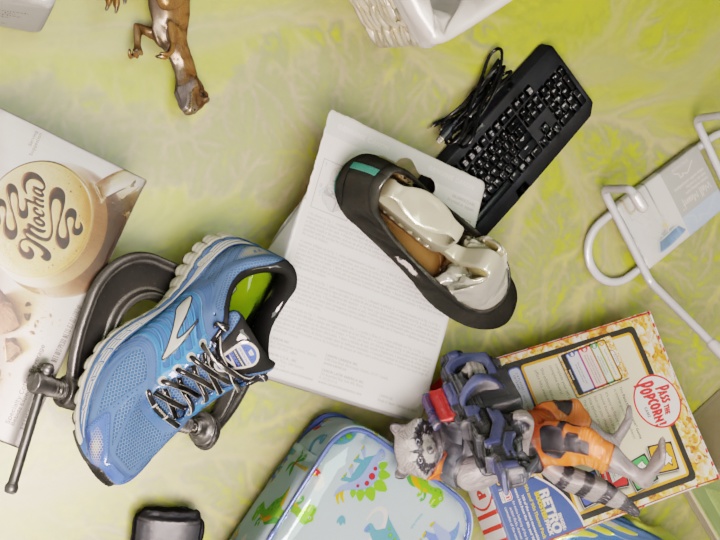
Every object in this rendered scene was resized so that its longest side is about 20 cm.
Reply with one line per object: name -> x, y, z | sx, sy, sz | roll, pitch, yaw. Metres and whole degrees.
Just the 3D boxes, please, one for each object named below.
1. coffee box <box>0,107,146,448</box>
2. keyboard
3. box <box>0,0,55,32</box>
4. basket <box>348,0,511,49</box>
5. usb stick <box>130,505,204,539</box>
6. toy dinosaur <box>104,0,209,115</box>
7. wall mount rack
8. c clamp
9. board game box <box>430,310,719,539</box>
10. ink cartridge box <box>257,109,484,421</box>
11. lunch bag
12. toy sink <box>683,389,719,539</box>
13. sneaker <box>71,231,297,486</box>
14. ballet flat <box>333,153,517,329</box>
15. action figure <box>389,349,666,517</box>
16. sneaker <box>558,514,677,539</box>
coffee box -> -0.244, 0.004, 0.765 | 0.112, 0.080, 0.201 | 27, 84, -22
keyboard -> 0.109, -0.100, 0.914 | 0.104, 0.040, 0.200 | 45, 77, -18
box -> -0.283, -0.273, 0.708 | 0.198, 0.131, 0.201 | 7, 90, -21
basket -> 0.076, -0.268, 0.847 | 0.199, 0.123, 0.136 | -35, 105, -15
usb stick -> -0.155, 0.276, 0.840 | 0.055, 0.033, 0.202 | 7, 91, -22
toy dinosaur -> -0.142, -0.216, 0.814 | 0.106, 0.060, 0.202 | -2, 100, -45
wall mount rack -> 0.299, -0.031, 0.971 | 0.199, 0.074, 0.175 | -36, 105, -14
c clamp -> -0.150, 0.077, 0.795 | 0.199, 0.027, 0.173 | 18, 83, -49
board game box -> 0.176, 0.133, 0.919 | 0.198, 0.046, 0.153 | -14, 74, -19
ink cartridge box -> 0.000, 0.000, 0.865 | 0.161, 0.050, 0.202 | 21, 80, -31
lunch bag -> -0.017, 0.228, 0.863 | 0.160, 0.082, 0.201 | 36, 81, -18
toy sink -> 0.368, 0.189, 0.943 | 0.112, 0.200, 0.131 | -37, 106, -15
sneaker -> -0.112, 0.056, 0.745 | 0.201, 0.089, 0.079 | -57, 133, -26
ballet flat -> 0.062, -0.013, 0.833 | 0.199, 0.068, 0.068 | 36, 74, -29
action figure -> 0.116, 0.137, 0.807 | 0.191, 0.200, 0.106 | 2, 109, 1
sneaker -> 0.210, 0.233, 0.935 | 0.198, 0.105, 0.076 | 17, 89, -21
